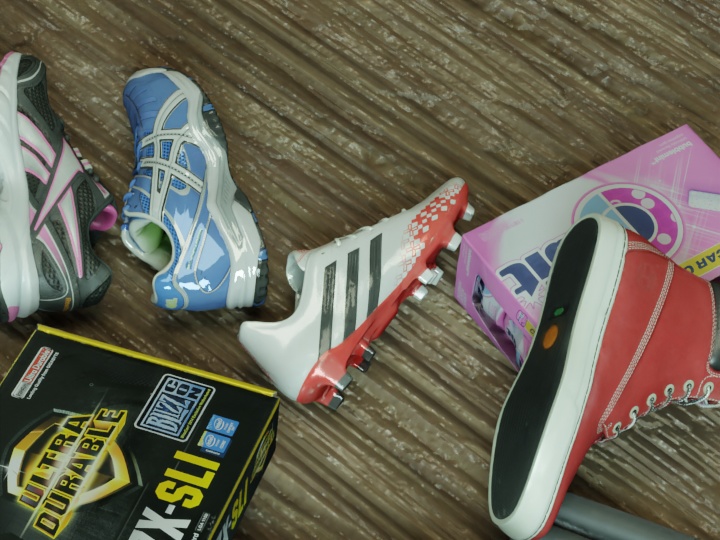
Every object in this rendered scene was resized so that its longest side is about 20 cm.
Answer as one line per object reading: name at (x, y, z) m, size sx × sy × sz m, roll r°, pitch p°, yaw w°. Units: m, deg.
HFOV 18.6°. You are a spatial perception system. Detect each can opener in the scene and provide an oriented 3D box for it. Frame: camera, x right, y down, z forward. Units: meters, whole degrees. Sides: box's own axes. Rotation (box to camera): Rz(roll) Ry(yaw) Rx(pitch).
can opener at (0.184, 0.190, 1.295) m, size 0.199 × 0.067 × 0.053 m, roll 18°, pitch 52°, yaw 28°

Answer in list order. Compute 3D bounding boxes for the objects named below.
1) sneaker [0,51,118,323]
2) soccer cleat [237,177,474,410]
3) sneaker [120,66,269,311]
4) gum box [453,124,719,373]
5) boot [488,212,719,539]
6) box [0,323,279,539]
sneaker at (-0.204, -0.050, 1.450) m, size 0.086 × 0.080 × 0.201 m, roll 3°, pitch 59°, yaw -16°
soccer cleat at (0.000, 0.000, 1.413) m, size 0.085 × 0.069 × 0.200 m, roll 36°, pitch 62°, yaw 5°
sneaker at (-0.125, -0.057, 1.446) m, size 0.076 × 0.076 × 0.201 m, roll -12°, pitch 52°, yaw -18°
gum box at (0.165, -0.001, 1.425) m, size 0.199 × 0.066 × 0.114 m, roll -26°, pitch 57°, yaw -22°
boot at (0.164, 0.085, 1.317) m, size 0.144 × 0.072 × 0.201 m, roll 27°, pitch 73°, yaw -21°
box at (-0.151, 0.129, 1.242) m, size 0.159 × 0.050 × 0.201 m, roll 17°, pitch 43°, yaw 10°
